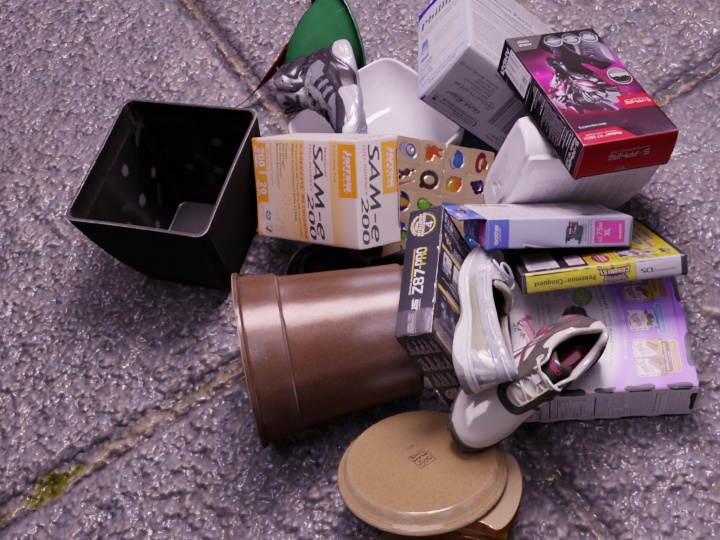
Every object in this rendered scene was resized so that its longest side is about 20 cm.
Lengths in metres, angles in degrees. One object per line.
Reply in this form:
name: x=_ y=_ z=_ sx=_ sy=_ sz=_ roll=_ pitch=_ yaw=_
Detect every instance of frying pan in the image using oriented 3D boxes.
frying pan: x=-0.014 y=-0.010 z=1.168 sx=0.190 sy=0.115 sz=0.031 roll=-43 pitch=13 yaw=29

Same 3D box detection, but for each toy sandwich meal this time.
toy sandwich meal: x=0.074 y=0.229 z=1.017 sx=0.201 sy=0.071 sz=0.206 roll=-5 pitch=30 yaw=3

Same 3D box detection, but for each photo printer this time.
photo printer: x=0.265 y=-0.126 z=1.151 sx=0.196 sy=0.167 sz=0.071 roll=-5 pitch=67 yaw=-11

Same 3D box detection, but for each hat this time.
hat: x=-0.103 y=-0.297 z=1.359 sx=0.174 sy=0.202 sz=0.166 roll=-24 pitch=52 yaw=-16

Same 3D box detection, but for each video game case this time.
video game case: x=0.263 y=-0.020 z=1.104 sx=0.177 sy=0.026 sz=0.200 roll=-7 pitch=14 yaw=3

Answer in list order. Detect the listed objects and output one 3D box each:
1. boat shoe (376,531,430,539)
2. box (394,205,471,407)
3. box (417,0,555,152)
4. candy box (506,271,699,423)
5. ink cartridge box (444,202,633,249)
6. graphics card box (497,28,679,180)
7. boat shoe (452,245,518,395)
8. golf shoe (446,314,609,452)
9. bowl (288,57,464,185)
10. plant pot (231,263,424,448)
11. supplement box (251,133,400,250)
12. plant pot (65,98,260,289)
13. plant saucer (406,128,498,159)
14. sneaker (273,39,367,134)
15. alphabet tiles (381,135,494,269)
boat shoe: x=0.088 y=0.334 z=0.965 sx=0.199 sy=0.065 sz=0.072 roll=23 pitch=71 yaw=46
box: x=0.105 y=0.051 z=1.065 sx=0.048 sy=0.200 sz=0.163 roll=-10 pitch=54 yaw=24
box: x=0.176 y=-0.272 z=1.251 sx=0.105 sy=0.182 sz=0.202 roll=-42 pitch=29 yaw=37
candy box: x=0.270 y=0.080 z=1.088 sx=0.196 sy=0.072 sz=0.170 roll=-5 pitch=56 yaw=9
ink cartridge box: x=0.195 y=-0.052 z=1.083 sx=0.196 sy=0.043 sz=0.119 roll=1 pitch=11 yaw=-7
graphics card box: x=0.252 y=-0.193 z=1.067 sx=0.123 sy=0.051 sz=0.201 roll=-10 pitch=49 yaw=-17
boat shoe: x=0.141 y=0.046 z=1.007 sx=0.064 sy=0.075 sz=0.203 roll=-13 pitch=33 yaw=23
golf shoe: x=0.173 y=0.112 z=0.984 sx=0.199 sy=0.088 sz=0.078 roll=-39 pitch=86 yaw=-7
bowl: x=0.026 y=-0.175 z=1.280 sx=0.199 sy=0.075 sz=0.200 roll=-36 pitch=56 yaw=-12
plant pot: x=-0.036 y=0.083 z=1.092 sx=0.195 sy=0.202 sz=0.202 roll=-12 pitch=54 yaw=-4
supplement box: x=-0.045 y=-0.100 z=1.151 sx=0.073 sy=0.128 sz=0.198 roll=-13 pitch=14 yaw=-41
plant pot: x=-0.233 y=-0.085 z=1.249 sx=0.197 sy=0.178 sz=0.202 roll=8 pitch=58 yaw=17
plant saucer: x=0.125 y=-0.121 z=1.283 sx=0.197 sy=0.028 sz=0.203 roll=-7 pitch=56 yaw=9
sneaker: x=-0.053 y=-0.218 z=1.241 sx=0.112 sy=0.076 sz=0.202 roll=-12 pitch=49 yaw=5
alphabet tiles: x=0.099 y=-0.078 z=1.198 sx=0.197 sy=0.006 sz=0.169 roll=9 pitch=83 yaw=-11
